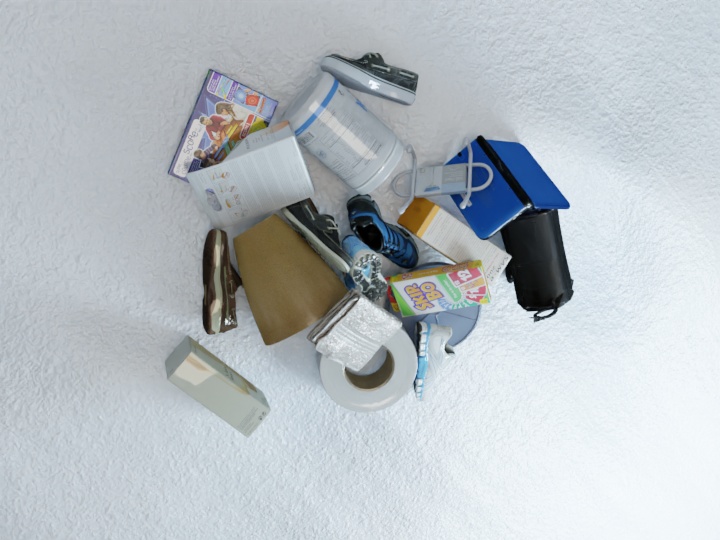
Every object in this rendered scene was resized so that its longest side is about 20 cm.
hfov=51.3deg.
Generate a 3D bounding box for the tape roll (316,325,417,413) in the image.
[{"bbox_3d":[0.012,0.181,1.508,0.200,0.071,0.205,-3,107,-9],"label":"tape roll"}]

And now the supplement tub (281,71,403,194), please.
[{"bbox_3d":[-0.033,-0.249,1.366,0.200,0.132,0.132,38,91,-22],"label":"supplement tub"}]

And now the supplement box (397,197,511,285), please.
[{"bbox_3d":[0.183,-0.061,1.479,0.199,0.126,0.074,32,95,-20],"label":"supplement box"}]

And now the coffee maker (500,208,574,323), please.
[{"bbox_3d":[0.359,-0.032,1.504,0.133,0.192,0.202,-17,107,4],"label":"coffee maker"}]

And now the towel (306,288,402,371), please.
[{"bbox_3d":[-0.006,0.113,1.375,0.133,0.035,0.200,-45,146,7],"label":"towel"}]

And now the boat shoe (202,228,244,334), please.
[{"bbox_3d":[-0.255,0.019,1.407,0.074,0.075,0.205,-3,113,-26],"label":"boat shoe"}]

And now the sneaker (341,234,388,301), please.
[{"bbox_3d":[0.000,0.000,1.442,0.078,0.090,0.201,-25,149,-15],"label":"sneaker"}]

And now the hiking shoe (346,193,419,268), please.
[{"bbox_3d":[0.039,-0.055,1.444,0.074,0.087,0.200,-30,125,31],"label":"hiking shoe"}]

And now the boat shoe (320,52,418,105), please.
[{"bbox_3d":[0.019,-0.369,1.391,0.198,0.072,0.072,14,91,-29],"label":"boat shoe"}]

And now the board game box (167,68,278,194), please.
[{"bbox_3d":[-0.249,-0.241,1.354,0.134,0.034,0.202,23,96,-20],"label":"board game box"}]

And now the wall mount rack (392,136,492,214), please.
[{"bbox_3d":[0.144,-0.164,1.404,0.198,0.175,0.075,-4,148,19],"label":"wall mount rack"}]

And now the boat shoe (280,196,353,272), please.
[{"bbox_3d":[-0.070,-0.073,1.373,0.067,0.200,0.072,-39,144,-7],"label":"boat shoe"}]

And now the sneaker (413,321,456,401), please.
[{"bbox_3d":[0.152,0.192,1.534,0.086,0.075,0.202,-1,127,-6],"label":"sneaker"}]

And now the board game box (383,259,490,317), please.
[{"bbox_3d":[0.148,0.038,1.462,0.198,0.030,0.096,-9,128,18],"label":"board game box"}]

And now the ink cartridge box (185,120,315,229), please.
[{"bbox_3d":[-0.193,-0.166,1.338,0.198,0.050,0.163,-18,144,0],"label":"ink cartridge box"}]

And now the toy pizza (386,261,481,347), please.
[{"bbox_3d":[0.151,0.075,1.543,0.198,0.032,0.202,-2,110,-4],"label":"toy pizza"}]

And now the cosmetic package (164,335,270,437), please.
[{"bbox_3d":[-0.273,0.221,1.431,0.200,0.105,0.071,42,88,-23],"label":"cosmetic package"}]

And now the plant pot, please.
[{"bbox_3d":[-0.148,0.005,1.385,0.185,0.186,0.201,-32,98,-6],"label":"plant pot"}]

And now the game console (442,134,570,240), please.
[{"bbox_3d":[0.277,-0.158,1.462,0.170,0.201,0.118,-39,142,15],"label":"game console"}]
